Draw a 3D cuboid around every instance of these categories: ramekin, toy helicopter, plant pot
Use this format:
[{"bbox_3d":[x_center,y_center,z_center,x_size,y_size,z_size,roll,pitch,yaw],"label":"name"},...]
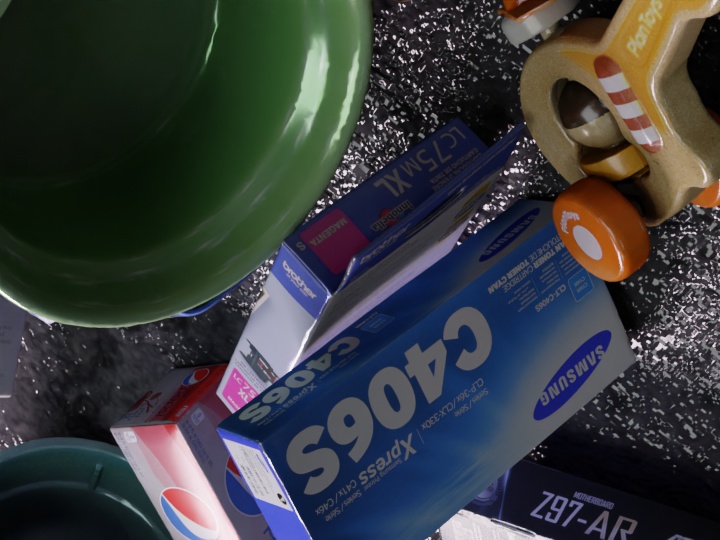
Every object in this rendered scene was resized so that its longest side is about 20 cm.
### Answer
[{"bbox_3d":[-0.101,-0.086,0.643,0.098,0.200,0.200,37,142,39],"label":"ramekin"},{"bbox_3d":[0.107,-0.092,0.634,0.132,0.079,0.200,50,161,15],"label":"toy helicopter"},{"bbox_3d":[-0.218,0.250,1.108,0.200,0.200,0.196,37,145,6],"label":"plant pot"}]

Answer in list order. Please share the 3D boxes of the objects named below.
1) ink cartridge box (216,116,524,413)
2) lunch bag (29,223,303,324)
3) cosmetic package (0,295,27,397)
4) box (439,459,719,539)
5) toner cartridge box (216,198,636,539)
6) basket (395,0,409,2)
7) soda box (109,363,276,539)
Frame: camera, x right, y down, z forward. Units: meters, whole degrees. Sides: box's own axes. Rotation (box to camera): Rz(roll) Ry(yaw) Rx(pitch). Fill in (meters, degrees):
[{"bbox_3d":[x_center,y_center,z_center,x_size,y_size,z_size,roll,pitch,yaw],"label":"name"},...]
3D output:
[{"bbox_3d":[0.000,0.000,0.758,0.042,0.119,0.200,48,150,9],"label":"ink cartridge box"},{"bbox_3d":[-0.121,-0.078,0.802,0.132,0.136,0.200,-5,118,38],"label":"lunch bag"},{"bbox_3d":[-0.242,-0.034,0.874,0.081,0.113,0.200,11,91,39],"label":"cosmetic package"},{"bbox_3d":[0.132,0.196,0.872,0.160,0.044,0.200,15,140,28],"label":"box"},{"bbox_3d":[0.037,0.058,0.742,0.043,0.200,0.095,12,133,56],"label":"toner cartridge box"},{"bbox_3d":[0.038,-0.216,0.568,0.149,0.143,0.200,-11,116,42],"label":"basket"},{"bbox_3d":[-0.077,0.161,1.006,0.063,0.070,0.200,-9,117,39],"label":"soda box"}]
